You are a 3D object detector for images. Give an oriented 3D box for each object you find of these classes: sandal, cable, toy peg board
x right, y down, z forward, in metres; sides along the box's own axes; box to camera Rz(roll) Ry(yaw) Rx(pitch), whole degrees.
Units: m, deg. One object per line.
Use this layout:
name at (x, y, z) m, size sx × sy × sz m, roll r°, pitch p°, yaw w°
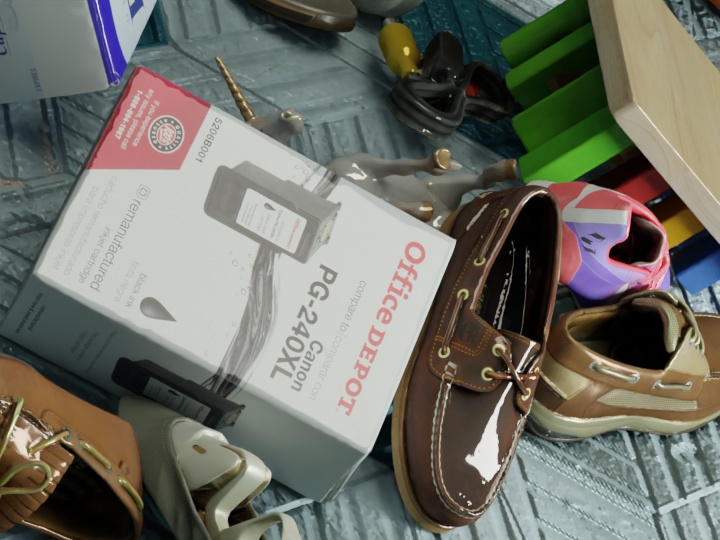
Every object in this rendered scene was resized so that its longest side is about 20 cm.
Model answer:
sandal at (-0.065, -0.231, 1.848) m, size 0.081 × 0.055 × 0.200 m, roll 0°, pitch 46°, yaw -39°
cable at (0.050, -0.103, 1.765) m, size 0.097 × 0.050 × 0.200 m, roll 39°, pitch 21°, yaw -12°
toy peg board at (0.178, -0.084, 1.827) m, size 0.199 × 0.098 × 0.201 m, roll 46°, pitch 25°, yaw -33°

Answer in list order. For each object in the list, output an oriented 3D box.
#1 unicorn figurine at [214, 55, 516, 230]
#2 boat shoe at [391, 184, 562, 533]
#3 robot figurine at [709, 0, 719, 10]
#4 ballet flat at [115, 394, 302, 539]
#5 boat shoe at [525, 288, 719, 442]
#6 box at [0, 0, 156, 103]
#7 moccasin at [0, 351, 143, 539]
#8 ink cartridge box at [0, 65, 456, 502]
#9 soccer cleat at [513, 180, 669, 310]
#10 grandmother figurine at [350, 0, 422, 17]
unicorn figurine at (0.014, -0.050, 1.660) m, size 0.200 × 0.137 × 0.074 m, roll 34°, pitch 67°, yaw -38°
boat shoe at (0.067, 0.044, 1.539) m, size 0.070 × 0.070 × 0.201 m, roll 27°, pitch 59°, yaw -35°
robot figurine at (0.293, -0.250, 2.111) m, size 0.200 × 0.117 × 0.144 m, roll 46°, pitch -8°, yaw 18°
ballet flat at (-0.063, 0.126, 1.393) m, size 0.067 × 0.064 × 0.201 m, roll 25°, pitch 30°, yaw -47°
boat shoe at (0.171, 0.052, 1.671) m, size 0.199 × 0.074 × 0.076 m, roll -10°, pitch 53°, yaw -45°
box at (-0.182, -0.223, 1.607) m, size 0.104 × 0.185 × 0.200 m, roll -3°, pitch 33°, yaw 13°
moccasin at (-0.167, 0.091, 1.315) m, size 0.201 × 0.073 × 0.078 m, roll 40°, pitch 25°, yaw -59°
ink cartridge box at (-0.067, 0.008, 1.482) m, size 0.199 × 0.083 × 0.146 m, roll 28°, pitch 59°, yaw -7°
soccer cleat at (0.156, -0.007, 1.679) m, size 0.073 × 0.069 × 0.200 m, roll 3°, pitch -13°, yaw 26°
grandmother figurine at (-0.008, -0.245, 1.909) m, size 0.121 × 0.061 × 0.200 m, roll 4°, pitch 42°, yaw -33°
